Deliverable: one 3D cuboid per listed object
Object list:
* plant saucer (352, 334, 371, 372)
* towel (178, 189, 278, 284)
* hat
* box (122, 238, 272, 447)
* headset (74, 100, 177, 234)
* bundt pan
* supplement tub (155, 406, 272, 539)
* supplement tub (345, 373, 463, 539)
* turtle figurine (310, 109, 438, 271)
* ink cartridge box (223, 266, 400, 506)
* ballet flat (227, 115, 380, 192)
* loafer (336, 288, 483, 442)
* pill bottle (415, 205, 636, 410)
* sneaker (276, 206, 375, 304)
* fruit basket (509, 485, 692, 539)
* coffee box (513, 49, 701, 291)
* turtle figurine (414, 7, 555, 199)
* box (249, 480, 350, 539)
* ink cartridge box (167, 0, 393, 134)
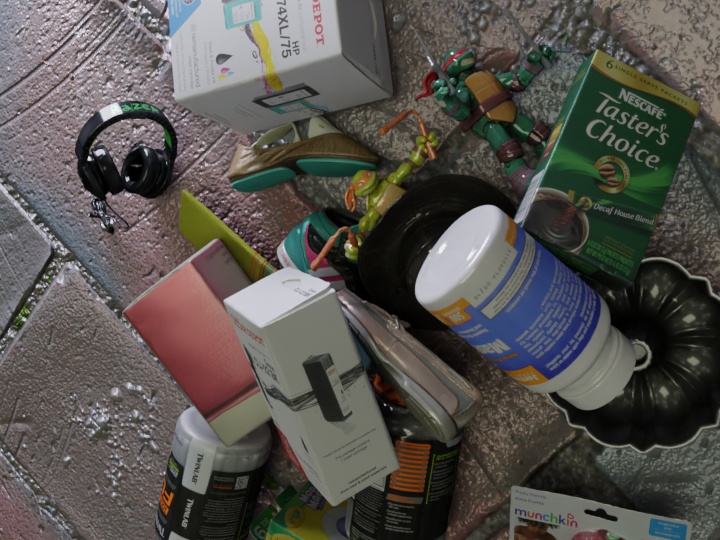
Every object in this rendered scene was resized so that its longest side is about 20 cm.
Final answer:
[{"bbox_3d":[-0.027,0.100,0.887,0.019,0.200,0.070,-34,83,-17],"label":"plant saucer"},{"bbox_3d":[-0.152,-0.016,0.972,0.200,0.018,0.086,41,144,12],"label":"towel"},{"bbox_3d":[0.099,0.006,0.803,0.201,0.199,0.081,-53,34,20],"label":"hat"},{"bbox_3d":[-0.163,0.081,0.922,0.108,0.128,0.201,-35,99,11],"label":"box"},{"bbox_3d":[-0.309,-0.133,0.995,0.094,0.122,0.201,52,133,33],"label":"headset"},{"bbox_3d":[0.285,0.079,0.800,0.199,0.076,0.205,3,99,22],"label":"bundt pan"},{"bbox_3d":[-0.191,0.284,0.991,0.121,0.122,0.202,20,105,18],"label":"supplement tub"},{"bbox_3d":[0.052,0.216,0.891,0.121,0.122,0.203,12,102,20],"label":"supplement tub"},{"bbox_3d":[0.040,-0.057,0.845,0.161,0.064,0.201,35,83,-22],"label":"turtle figurine"},{"bbox_3d":[-0.052,0.111,0.791,0.083,0.144,0.202,-25,107,-19],"label":"ink cartridge box"},{"bbox_3d":[-0.070,-0.143,0.925,0.198,0.068,0.073,-7,76,26],"label":"ballet flat"},{"bbox_3d":[0.044,0.088,0.814,0.063,0.072,0.200,-36,65,-16],"label":"loafer"},{"bbox_3d":[0.157,0.042,0.717,0.199,0.112,0.112,38,112,-16],"label":"pill bottle"},{"bbox_3d":[0.000,0.000,0.901,0.200,0.083,0.121,46,120,14],"label":"sneaker"},{"bbox_3d":[0.247,0.334,0.832,0.183,0.094,0.202,7,120,21],"label":"fruit basket"},{"bbox_3d":[0.235,-0.098,0.746,0.122,0.044,0.202,27,77,-1],"label":"coffee box"},{"bbox_3d":[0.142,-0.179,0.809,0.149,0.101,0.201,-35,86,-17],"label":"turtle figurine"},{"bbox_3d":[-0.026,0.324,0.941,0.198,0.117,0.049,23,113,17],"label":"box"},{"bbox_3d":[-0.085,-0.256,0.848,0.198,0.146,0.149,-10,82,22],"label":"ink cartridge box"}]
